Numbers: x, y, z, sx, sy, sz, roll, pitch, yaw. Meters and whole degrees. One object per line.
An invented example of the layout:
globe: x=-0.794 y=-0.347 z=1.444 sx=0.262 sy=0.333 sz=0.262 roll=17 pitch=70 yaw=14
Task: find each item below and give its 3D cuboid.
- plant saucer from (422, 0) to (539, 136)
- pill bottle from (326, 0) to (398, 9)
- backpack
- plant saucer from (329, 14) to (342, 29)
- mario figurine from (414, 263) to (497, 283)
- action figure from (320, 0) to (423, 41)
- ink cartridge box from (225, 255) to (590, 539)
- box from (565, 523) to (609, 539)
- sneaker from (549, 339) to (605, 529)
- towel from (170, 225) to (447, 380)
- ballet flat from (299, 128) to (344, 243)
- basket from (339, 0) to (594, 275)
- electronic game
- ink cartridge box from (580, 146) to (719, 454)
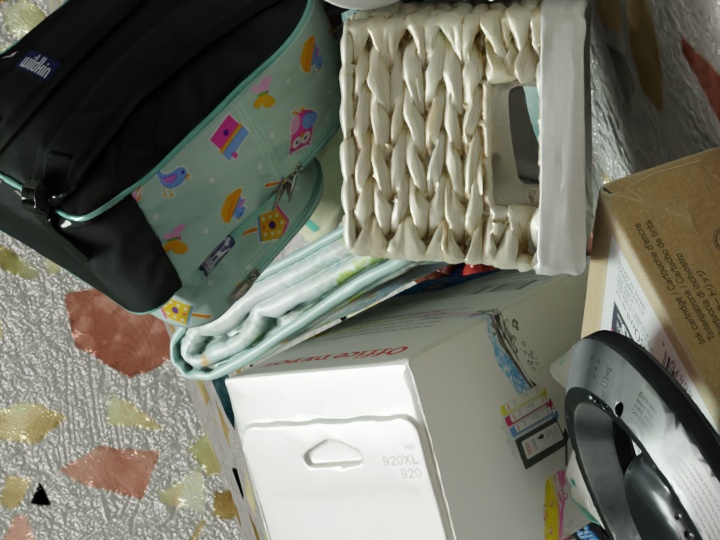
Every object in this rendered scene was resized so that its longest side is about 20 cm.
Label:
plant saucer: x=0.064 y=-0.152 z=1.683 sx=0.201 sy=0.039 sz=0.202 roll=162 pitch=90 yaw=-78
pill bottle: x=-0.024 y=-0.214 z=1.402 sx=0.200 sy=0.108 sz=0.109 roll=-120 pitch=17 yaw=-53
backpack: x=-0.099 y=-0.081 z=1.450 sx=0.176 sy=0.200 sz=0.153 roll=27 pitch=162 yaw=44
plant saucer: x=-0.070 y=-0.157 z=1.644 sx=0.037 sy=0.200 sz=0.201 roll=-17 pitch=91 yaw=38
mario figurine: x=0.093 y=0.010 z=1.760 sx=0.123 sy=0.106 sz=0.200 roll=-40 pitch=71 yaw=30
action figure: x=-0.017 y=-0.164 z=1.607 sx=0.200 sy=0.102 sz=0.119 roll=47 pitch=-151 yaw=-67
ink cartridge box: x=0.050 y=0.094 z=1.601 sx=0.147 sy=0.200 sz=0.145 roll=-8 pitch=102 yaw=42
box: x=0.152 y=0.255 z=1.859 sx=0.199 sy=0.050 sz=0.200 roll=-125 pitch=20 yaw=-59
sneaker: x=0.156 y=0.130 z=1.509 sx=0.088 sy=0.075 sz=0.201 roll=-22 pitch=73 yaw=36
towel: x=0.000 y=0.000 z=1.657 sx=0.171 sy=0.200 sz=0.048 roll=-19 pitch=-97 yaw=-59
ballet flat: x=0.012 y=-0.086 z=1.757 sx=0.069 sy=0.200 sz=0.070 roll=24 pitch=139 yaw=23
basket: x=0.058 y=-0.075 z=1.420 sx=0.200 sy=0.123 sz=0.136 roll=-51 pitch=-40 yaw=-80
electronic game: x=0.154 y=0.118 z=1.285 sx=0.200 sy=0.042 sz=0.200 roll=59 pitch=169 yaw=19
ink cartridge box: x=0.183 y=0.068 z=1.361 sx=0.165 sy=0.075 sz=0.200 roll=91 pitch=157 yaw=-55
